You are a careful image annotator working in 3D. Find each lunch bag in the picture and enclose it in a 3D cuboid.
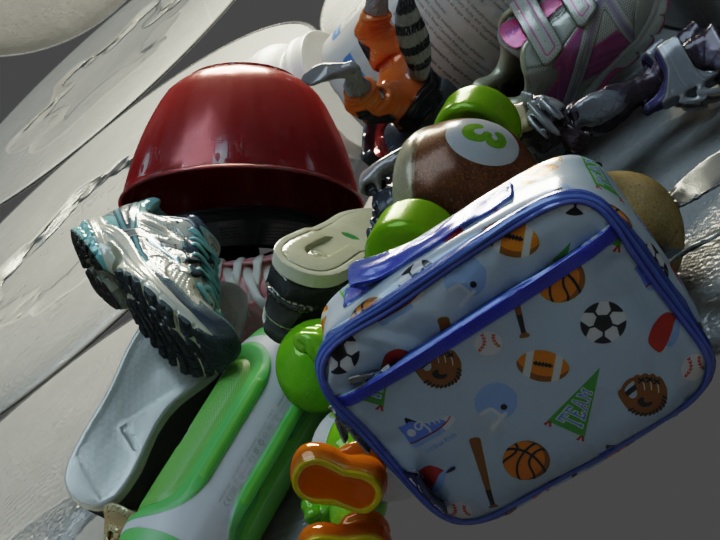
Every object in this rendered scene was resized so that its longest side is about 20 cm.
[{"bbox_3d":[0.075,0.040,0.818,0.199,0.161,0.076,-33,22,18],"label":"lunch bag"}]

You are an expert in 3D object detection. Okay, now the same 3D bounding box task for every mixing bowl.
[{"bbox_3d":[-0.097,-0.101,1.236,0.199,0.199,0.110,-17,68,46],"label":"mixing bowl"}]

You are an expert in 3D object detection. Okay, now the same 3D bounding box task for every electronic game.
[{"bbox_3d":[-0.123,-0.014,1.262,0.199,0.199,0.042,-21,71,41],"label":"electronic game"}]

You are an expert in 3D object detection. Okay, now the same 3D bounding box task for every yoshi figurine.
[{"bbox_3d":[-0.018,0.094,0.950,0.112,0.112,0.201,-38,18,25],"label":"yoshi figurine"}]

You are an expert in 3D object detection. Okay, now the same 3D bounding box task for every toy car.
[{"bbox_3d":[0.130,-0.030,0.899,0.198,0.159,0.165,-12,29,31],"label":"toy car"}]

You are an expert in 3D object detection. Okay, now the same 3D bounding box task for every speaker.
[{"bbox_3d":[-0.085,0.132,1.017,0.088,0.089,0.201,-19,31,44],"label":"speaker"}]

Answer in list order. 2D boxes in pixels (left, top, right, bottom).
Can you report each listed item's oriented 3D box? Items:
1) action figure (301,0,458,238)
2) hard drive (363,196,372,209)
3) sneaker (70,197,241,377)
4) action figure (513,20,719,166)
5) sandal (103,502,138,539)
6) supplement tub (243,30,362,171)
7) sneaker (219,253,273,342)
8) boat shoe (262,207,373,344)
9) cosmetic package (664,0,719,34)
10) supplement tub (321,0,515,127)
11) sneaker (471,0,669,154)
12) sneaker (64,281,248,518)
[{"bbox_3d":[0.038,-0.096,1.050,0.104,0.194,0.201,-23,43,22],"label":"action figure"},{"bbox_3d":[0.068,-0.092,1.262,0.131,0.026,0.201,-23,28,38],"label":"hard drive"},{"bbox_3d":[-0.133,-0.001,1.087,0.086,0.078,0.200,-33,43,-18],"label":"sneaker"},{"bbox_3d":[0.154,-0.102,1.029,0.198,0.070,0.130,-26,-8,8],"label":"action figure"},{"bbox_3d":[-0.147,0.176,1.056,0.077,0.070,0.212,-12,36,51],"label":"sandal"},{"bbox_3d":[-0.089,-0.121,1.421,0.199,0.145,0.145,-29,24,28],"label":"supplement tub"},{"bbox_3d":[-0.085,0.021,1.176,0.199,0.104,0.076,-28,54,38],"label":"sneaker"},{"bbox_3d":[0.000,0.000,1.084,0.071,0.068,0.199,25,26,28],"label":"boat shoe"},{"bbox_3d":[0.247,-0.238,1.137,0.071,0.102,0.200,-41,22,-3],"label":"cosmetic package"},{"bbox_3d":[0.076,-0.196,1.193,0.200,0.132,0.132,-42,19,24],"label":"supplement tub"},{"bbox_3d":[0.148,-0.171,1.091,0.201,0.087,0.082,-62,31,25],"label":"sneaker"},{"bbox_3d":[-0.144,0.104,1.133,0.070,0.099,0.201,25,67,18],"label":"sneaker"}]
